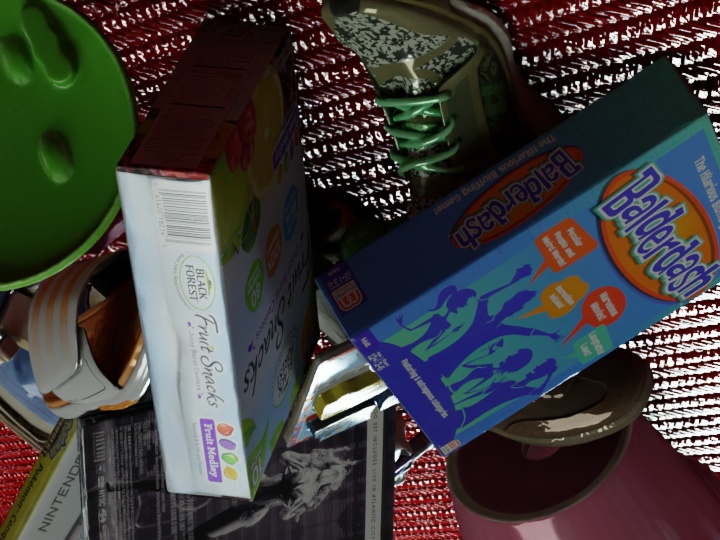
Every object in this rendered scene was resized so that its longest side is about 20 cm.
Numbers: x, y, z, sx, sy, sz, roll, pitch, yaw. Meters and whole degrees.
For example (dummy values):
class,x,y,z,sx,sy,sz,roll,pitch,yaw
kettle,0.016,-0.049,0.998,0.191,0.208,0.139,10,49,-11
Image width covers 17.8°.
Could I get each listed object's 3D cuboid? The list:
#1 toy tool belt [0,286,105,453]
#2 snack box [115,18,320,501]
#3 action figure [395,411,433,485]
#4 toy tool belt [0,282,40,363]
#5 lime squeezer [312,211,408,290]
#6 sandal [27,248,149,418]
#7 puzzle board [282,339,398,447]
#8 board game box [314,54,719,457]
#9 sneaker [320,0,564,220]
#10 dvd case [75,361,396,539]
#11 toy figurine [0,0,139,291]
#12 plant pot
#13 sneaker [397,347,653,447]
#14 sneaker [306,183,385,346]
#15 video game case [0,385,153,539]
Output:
class,x,y,z,sx,sy,sz,roll,pitch,yaw
toy tool belt,-0.172,0.070,1.535,0.200,0.125,0.123,29,157,8
snack box,-0.067,-0.006,1.160,0.053,0.142,0.200,6,126,14
action figure,-0.048,0.135,1.613,0.193,0.200,0.105,-17,103,42
toy tool belt,-0.239,0.022,1.349,0.125,0.200,0.123,24,158,-16
lime squeezer,-0.016,-0.024,1.257,0.199,0.071,0.038,-8,-166,15
sandal,-0.155,0.038,1.238,0.059,0.079,0.207,17,159,-20
puzzle board,0.055,0.036,1.280,0.200,0.017,0.151,-25,166,-17
board game box,0.094,-0.002,1.138,0.200,0.045,0.152,-33,147,3
sneaker,0.041,-0.068,1.112,0.077,0.089,0.200,-1,154,34
dvd case,-0.071,0.130,1.373,0.200,0.149,0.016,-12,-148,-21
toy figurine,-0.176,-0.078,1.192,0.150,0.200,0.184,-25,171,6
plant pot,0.146,0.170,1.509,0.200,0.200,0.179,0,138,33
sneaker,0.080,0.061,1.427,0.200,0.071,0.076,2,154,28
sneaker,0.000,0.000,1.333,0.200,0.074,0.079,22,141,-26
video game case,-0.103,0.131,1.383,0.200,0.181,0.026,20,-163,-34
